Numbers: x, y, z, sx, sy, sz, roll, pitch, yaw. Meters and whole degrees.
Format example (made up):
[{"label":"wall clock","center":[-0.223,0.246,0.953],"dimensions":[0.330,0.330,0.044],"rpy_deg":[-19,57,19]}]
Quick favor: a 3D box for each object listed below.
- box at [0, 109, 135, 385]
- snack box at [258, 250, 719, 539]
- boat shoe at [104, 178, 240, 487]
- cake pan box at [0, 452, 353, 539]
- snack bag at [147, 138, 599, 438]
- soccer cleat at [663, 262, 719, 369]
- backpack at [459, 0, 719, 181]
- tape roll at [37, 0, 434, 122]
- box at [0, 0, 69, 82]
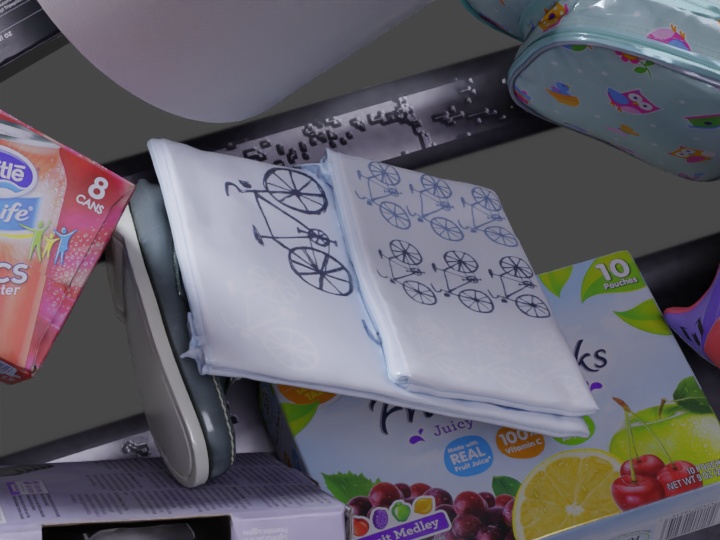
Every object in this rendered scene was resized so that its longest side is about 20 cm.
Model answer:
[{"label":"box","center":[-0.173,-0.012,1.029],"dimensions":[0.099,0.200,0.096],"rpy_deg":[29,81,-8]},{"label":"snack box","center":[0.066,0.082,1.119],"dimensions":[0.199,0.053,0.142],"rpy_deg":[-16,56,-14]},{"label":"boat shoe","center":[-0.078,0.022,1.065],"dimensions":[0.062,0.200,0.073],"rpy_deg":[-7,127,-13]},{"label":"cake pan box","center":[-0.110,0.119,1.029],"dimensions":[0.184,0.200,0.053],"rpy_deg":[-4,93,-14]},{"label":"snack bag","center":[0.000,0.000,1.079],"dimensions":[0.199,0.189,0.021],"rpy_deg":[11,123,-22]},{"label":"soccer cleat","center":[0.219,-0.042,1.110],"dimensions":[0.073,0.068,0.200],"rpy_deg":[28,95,23]},{"label":"backpack","center":[0.144,-0.143,1.128],"dimensions":[0.200,0.176,0.154],"rpy_deg":[28,75,-4]},{"label":"tape roll","center":[-0.053,-0.187,1.060],"dimensions":[0.202,0.139,0.203],"rpy_deg":[28,47,-35]},{"label":"box","center":[-0.227,-0.142,1.094],"dimensions":[0.200,0.079,0.141],"rpy_deg":[-32,95,-14]}]
